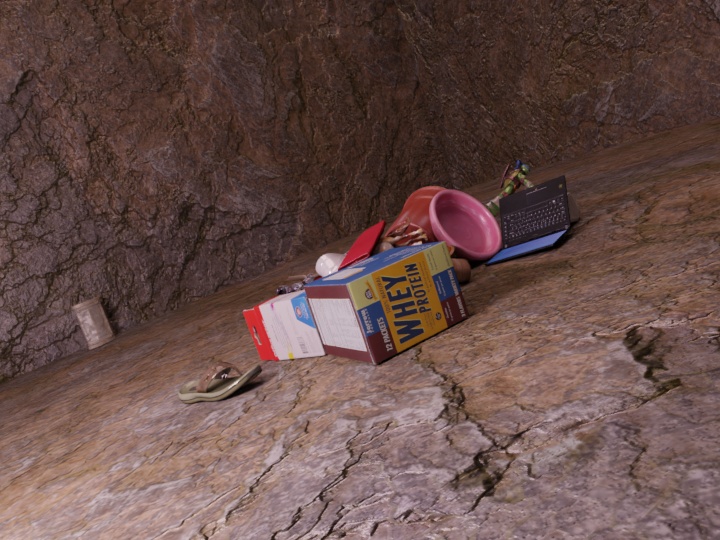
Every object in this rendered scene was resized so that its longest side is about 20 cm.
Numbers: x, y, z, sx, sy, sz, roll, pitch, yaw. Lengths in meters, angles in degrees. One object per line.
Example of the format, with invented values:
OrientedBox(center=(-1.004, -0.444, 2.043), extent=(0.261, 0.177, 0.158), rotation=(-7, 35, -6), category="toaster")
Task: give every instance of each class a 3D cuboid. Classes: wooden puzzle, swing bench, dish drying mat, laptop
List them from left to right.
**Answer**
OrientedBox(center=(-1.181, 0.228, 2.878), extent=(0.128, 0.202, 0.199), rotation=(-22, 8, -21), category="swing bench")
OrientedBox(center=(-0.144, 0.007, 2.348), extent=(0.197, 0.038, 0.184), rotation=(-19, 6, -25), category="wooden puzzle")
OrientedBox(center=(0.008, -0.050, 1.332), extent=(0.076, 0.018, 0.200), rotation=(-27, 15, 21), category="dish drying mat")
OrientedBox(center=(0.370, -0.112, 1.458), extent=(0.176, 0.204, 0.102), rotation=(-18, -27, 40), category="laptop")

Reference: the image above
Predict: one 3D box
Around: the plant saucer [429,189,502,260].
OrientedBox(center=(0.244, -0.101, 1.546), extent=(0.199, 0.201, 0.051), rotation=(-27, -18, -44), category="plant saucer")

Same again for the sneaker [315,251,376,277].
OrientedBox(center=(0.016, 0.010, 1.360), extent=(0.198, 0.075, 0.115), rotation=(-8, 33, -37), category="sneaker")

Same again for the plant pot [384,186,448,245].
OrientedBox(center=(0.159, -0.086, 1.639), extent=(0.198, 0.203, 0.195), rotation=(-15, 16, 34), category="plant pot")

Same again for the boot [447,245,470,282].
OrientedBox(center=(0.137, -0.010, 1.412), extent=(0.152, 0.078, 0.200), rotation=(0, 17, -11), category="boot")

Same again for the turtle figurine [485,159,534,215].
OrientedBox(center=(0.538, -0.252, 2.216), extent=(0.193, 0.201, 0.144), rotation=(-41, 34, -7), category="turtle figurine")

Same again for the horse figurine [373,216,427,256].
OrientedBox(center=(0.069, -0.044, 1.327), extent=(0.130, 0.051, 0.201), rotation=(-16, 23, 16), category="horse figurine")

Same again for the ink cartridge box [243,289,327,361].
OrientedBox(center=(-0.132, 0.106, 1.259), extent=(0.198, 0.118, 0.067), rotation=(-12, 11, 44), category="ink cartridge box")

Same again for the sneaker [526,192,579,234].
OrientedBox(center=(0.457, -0.130, 1.570), extent=(0.113, 0.074, 0.200), rotation=(-18, 7, 37), category="sneaker")

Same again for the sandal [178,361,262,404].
OrientedBox(center=(-0.266, 0.199, 1.181), extent=(0.198, 0.058, 0.080), rotation=(-16, 8, 30), category="sandal")

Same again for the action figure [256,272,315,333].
OrientedBox(center=(-0.178, 0.073, 1.554), extent=(0.200, 0.070, 0.130), rotation=(-44, 8, -20), category="action figure")

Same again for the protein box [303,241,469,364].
OrientedBox(center=(0.039, 0.052, 1.119), extent=(0.196, 0.137, 0.199), rotation=(-23, 8, -24), category="protein box")

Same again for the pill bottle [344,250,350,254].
OrientedBox(center=(0.000, 0.000, 1.697), extent=(0.108, 0.111, 0.200), rotation=(-22, 8, -15), category="pill bottle")
